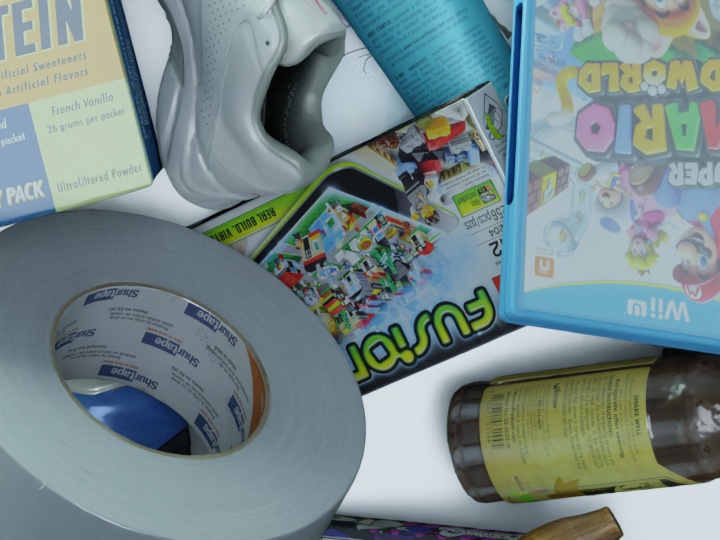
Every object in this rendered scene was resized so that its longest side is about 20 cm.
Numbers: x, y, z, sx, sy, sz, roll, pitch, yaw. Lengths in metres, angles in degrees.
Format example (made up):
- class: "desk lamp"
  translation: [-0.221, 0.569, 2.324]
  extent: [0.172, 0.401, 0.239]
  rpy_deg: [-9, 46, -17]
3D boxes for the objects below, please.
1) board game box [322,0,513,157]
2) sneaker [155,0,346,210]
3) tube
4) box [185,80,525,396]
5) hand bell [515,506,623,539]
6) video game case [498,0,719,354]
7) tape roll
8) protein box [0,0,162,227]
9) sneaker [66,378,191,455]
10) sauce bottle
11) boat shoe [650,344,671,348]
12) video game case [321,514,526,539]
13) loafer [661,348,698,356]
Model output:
- class: "board game box"
  translation: [0.016, -0.167, 1.354]
  extent: [0.198, 0.043, 0.201]
  rpy_deg: [-17, 95, -2]
- class: "sneaker"
  translation: [-0.047, -0.129, 1.277]
  extent: [0.078, 0.099, 0.201]
  rpy_deg: [-22, 107, -46]
- class: "tube"
  translation: [0.031, -0.116, 1.315]
  extent: [0.077, 0.050, 0.201]
  rpy_deg: [-32, 95, 11]
- class: "box"
  translation: [0.000, 0.000, 1.323]
  extent: [0.199, 0.035, 0.110]
  rpy_deg: [-25, 95, 29]
- class: "hand bell"
  translation: [0.036, 0.170, 1.307]
  extent: [0.199, 0.104, 0.104]
  rpy_deg: [-31, 95, 7]
- class: "video game case"
  translation: [0.136, -0.066, 1.282]
  extent: [0.142, 0.018, 0.201]
  rpy_deg: [9, 75, -20]
- class: "tape roll"
  translation: [-0.100, 0.066, 1.252]
  extent: [0.199, 0.201, 0.066]
  rpy_deg: [25, 129, -4]
- class: "protein box"
  translation: [-0.179, -0.121, 1.269]
  extent: [0.134, 0.200, 0.200]
  rpy_deg: [-14, 95, -2]
- class: "sneaker"
  translation: [-0.175, 0.112, 1.347]
  extent: [0.199, 0.077, 0.112]
  rpy_deg: [-18, 85, -8]
- class: "sauce bottle"
  translation: [0.141, 0.073, 1.326]
  extent: [0.199, 0.065, 0.065]
  rpy_deg: [-8, 95, 28]
- class: "boat shoe"
  translation: [0.206, -0.018, 1.344]
  extent: [0.199, 0.060, 0.076]
  rpy_deg: [-15, 96, -21]
- class: "video game case"
  translation: [0.051, 0.226, 1.358]
  extent: [0.180, 0.036, 0.201]
  rpy_deg: [4, 95, 19]
- class: "loafer"
  translation: [0.237, 0.068, 1.345]
  extent: [0.199, 0.072, 0.073]
  rpy_deg: [23, 80, 18]
